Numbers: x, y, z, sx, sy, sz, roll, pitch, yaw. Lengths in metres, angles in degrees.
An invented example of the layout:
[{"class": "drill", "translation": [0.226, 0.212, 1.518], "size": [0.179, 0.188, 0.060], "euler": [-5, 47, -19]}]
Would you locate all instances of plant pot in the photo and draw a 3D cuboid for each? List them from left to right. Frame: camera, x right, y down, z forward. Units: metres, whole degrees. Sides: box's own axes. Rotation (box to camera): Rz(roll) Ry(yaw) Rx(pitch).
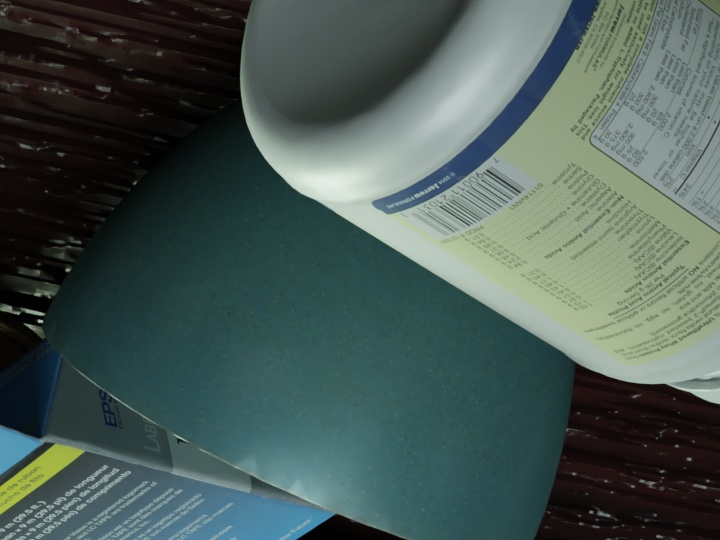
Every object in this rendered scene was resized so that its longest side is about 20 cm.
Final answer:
[{"class": "plant pot", "translation": [0.000, 0.000, 1.013], "size": [0.199, 0.200, 0.135], "euler": [23, 97, -17]}]

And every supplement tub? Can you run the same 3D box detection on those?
[{"class": "supplement tub", "translation": [0.076, -0.051, 0.889], "size": [0.199, 0.146, 0.145], "euler": [31, 124, -34]}]

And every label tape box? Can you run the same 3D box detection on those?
[{"class": "label tape box", "translation": [-0.129, 0.084, 1.092], "size": [0.143, 0.066, 0.199], "euler": [-35, 143, 32]}]

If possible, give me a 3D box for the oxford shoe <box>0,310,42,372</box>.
[{"class": "oxford shoe", "translation": [-0.223, 0.045, 1.111], "size": [0.198, 0.072, 0.072], "euler": [6, 127, -6]}]
